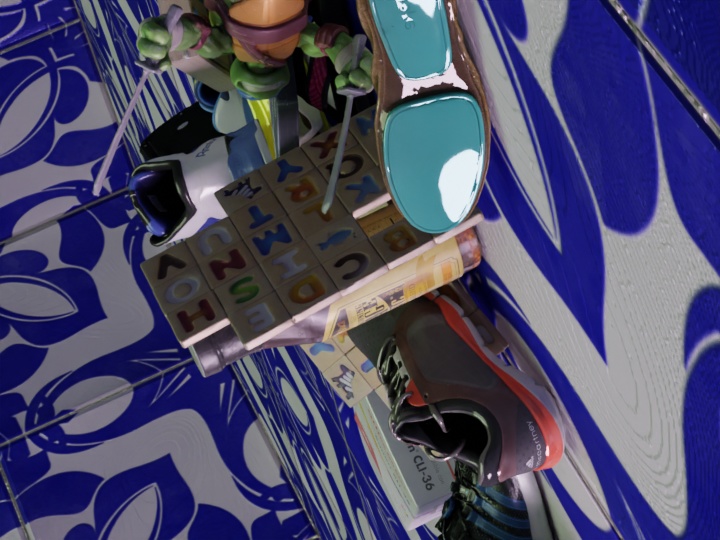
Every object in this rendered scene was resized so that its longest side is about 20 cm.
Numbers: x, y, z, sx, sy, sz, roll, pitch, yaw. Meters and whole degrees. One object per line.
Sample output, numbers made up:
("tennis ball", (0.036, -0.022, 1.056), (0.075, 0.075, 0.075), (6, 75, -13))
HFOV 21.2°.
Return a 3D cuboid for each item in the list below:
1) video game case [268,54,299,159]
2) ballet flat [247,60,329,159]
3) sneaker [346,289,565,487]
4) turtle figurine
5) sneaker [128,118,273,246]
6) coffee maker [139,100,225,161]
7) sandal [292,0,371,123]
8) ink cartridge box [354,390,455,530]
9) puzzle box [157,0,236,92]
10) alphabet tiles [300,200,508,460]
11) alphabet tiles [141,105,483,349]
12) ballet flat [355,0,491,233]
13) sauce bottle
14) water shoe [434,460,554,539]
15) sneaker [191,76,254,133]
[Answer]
("video game case", (-0.064, -0.185, 1.402), (0.143, 0.019, 0.201), (95, 167, -71))
("ballet flat", (-0.046, -0.102, 1.593), (0.067, 0.067, 0.201), (-5, 109, 57))
("sneaker", (0.043, 0.073, 1.274), (0.200, 0.082, 0.077), (35, 138, 39))
("turtle figurine", (-0.059, -0.149, 1.194), (0.144, 0.200, 0.194), (22, 138, 15))
("sneaker", (-0.126, -0.068, 1.531), (0.199, 0.115, 0.081), (121, 132, -84))
("coffee maker", (-0.104, -0.038, 1.769), (0.200, 0.134, 0.192), (59, -163, -29))
("sandal", (-0.031, -0.159, 1.381), (0.075, 0.045, 0.200), (-123, 13, -47))
("ink cartridge box", (0.049, 0.145, 1.635), (0.200, 0.067, 0.117), (99, 146, -75))
("puzzle box", (-0.132, -0.218, 1.536), (0.200, 0.025, 0.134), (5, -105, -83))
("alphabet tiles", (0.015, 0.037, 1.355), (0.200, 0.008, 0.167), (51, 137, 2))
("alphabet tiles", (-0.040, -0.026, 1.231), (0.167, 0.200, 0.008), (55, 172, 53))
("ballet flat", (0.033, -0.116, 1.081), (0.072, 0.068, 0.200), (-93, -10, -49))
("sauce bottle", (-0.020, 0.010, 1.252), (0.066, 0.199, 0.066), (65, 173, 0))
("water shoe", (0.092, 0.177, 1.424), (0.072, 0.079, 0.201), (-136, 24, -67))
("sneaker", (-0.120, -0.193, 1.715), (0.200, 0.082, 0.074), (-120, 9, -46))
